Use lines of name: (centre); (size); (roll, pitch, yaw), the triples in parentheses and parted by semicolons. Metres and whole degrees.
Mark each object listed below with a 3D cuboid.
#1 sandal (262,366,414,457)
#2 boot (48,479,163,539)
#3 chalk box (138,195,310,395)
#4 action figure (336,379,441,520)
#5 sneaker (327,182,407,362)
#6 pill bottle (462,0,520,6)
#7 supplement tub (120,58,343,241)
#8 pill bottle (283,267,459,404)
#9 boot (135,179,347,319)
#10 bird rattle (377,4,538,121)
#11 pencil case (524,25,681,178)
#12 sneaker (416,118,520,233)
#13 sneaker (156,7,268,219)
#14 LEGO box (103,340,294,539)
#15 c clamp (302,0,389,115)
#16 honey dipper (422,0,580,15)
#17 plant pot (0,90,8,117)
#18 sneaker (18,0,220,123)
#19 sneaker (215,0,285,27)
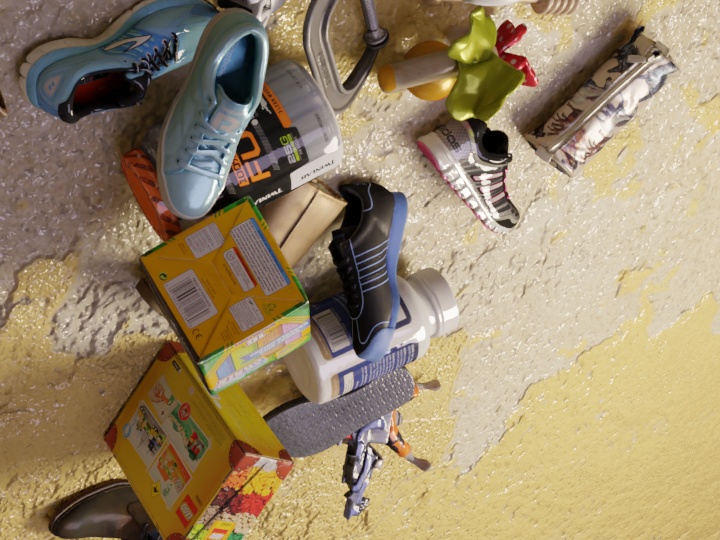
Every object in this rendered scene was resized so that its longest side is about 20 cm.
sandal: (-0.030, 0.168, 1.753); (0.199, 0.043, 0.076); (-20, 118, -14)
boot: (-0.261, 0.301, 1.713); (0.199, 0.097, 0.075); (-9, 130, -33)
chalk box: (-0.128, 0.034, 1.435); (0.124, 0.125, 0.200); (-30, 168, -8)
action figure: (0.007, 0.210, 1.847); (0.193, 0.104, 0.201); (14, 93, -39)
sneaker: (0.000, 0.000, 1.623); (0.078, 0.070, 0.201); (12, 76, -26)
pill bottle: (0.132, -0.372, 1.419); (0.114, 0.114, 0.201); (-22, 136, -22)
supplement tub: (-0.127, -0.115, 1.433); (0.200, 0.123, 0.123); (-30, 138, -14)
pill bottle: (0.012, 0.070, 1.715); (0.199, 0.111, 0.111); (-23, 137, -20)
boot: (-0.129, -0.028, 1.560); (0.200, 0.066, 0.175); (-52, 148, 11)
bird rattle: (0.098, -0.222, 1.522); (0.162, 0.200, 0.113); (-10, 104, 10)
pencil case: (0.287, -0.196, 1.722); (0.200, 0.078, 0.089); (-44, 161, 3)
sneaker: (0.147, -0.116, 1.686); (0.087, 0.074, 0.200); (-40, 135, 7)
sneaker: (-0.134, -0.139, 1.313); (0.074, 0.082, 0.201); (11, 100, -20)
LEGO box: (-0.183, 0.200, 1.606); (0.077, 0.200, 0.149); (18, 113, -45)
c clamp: (-0.004, -0.256, 1.441); (0.171, 0.027, 0.200); (-58, 157, -28)
honey dipper: (0.151, -0.294, 1.563); (0.199, 0.038, 0.038); (-7, 129, -33)
plant pot: (-0.410, -0.167, 1.124); (0.198, 0.200, 0.201); (-27, 138, -6)
sneaker: (-0.207, -0.184, 1.333); (0.200, 0.090, 0.079); (-29, 139, -20)
sneaker: (-0.103, -0.317, 1.325); (0.081, 0.075, 0.200); (-39, 144, -25)
